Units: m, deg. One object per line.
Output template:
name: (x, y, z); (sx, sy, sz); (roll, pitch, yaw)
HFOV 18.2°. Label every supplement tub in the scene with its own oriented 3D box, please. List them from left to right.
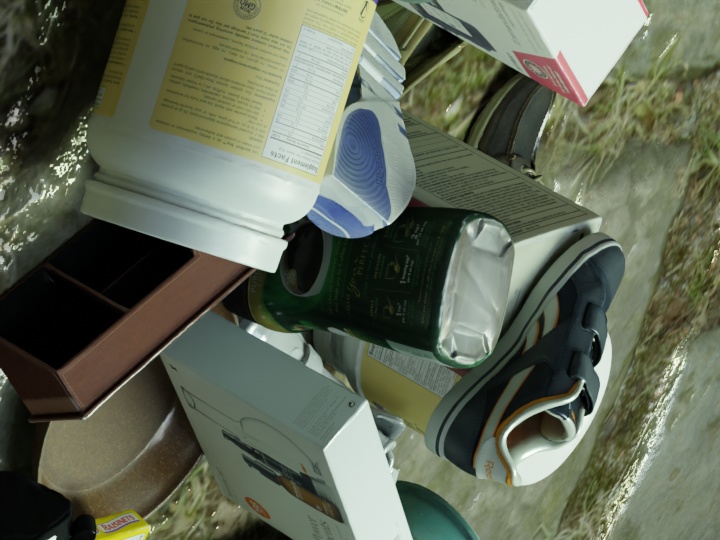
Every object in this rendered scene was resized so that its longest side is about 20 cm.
supplement tub: (-0.080, -0.113, 1.346); (0.145, 0.145, 0.201); (16, 91, -61)
supplement tub: (0.077, 0.061, 1.738); (0.145, 0.200, 0.146); (-38, 143, -36)

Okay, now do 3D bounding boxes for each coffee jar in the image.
coffee jar: (0.000, 0.000, 1.517); (0.085, 0.199, 0.105); (15, 86, -54)

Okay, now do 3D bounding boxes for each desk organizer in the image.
desk organizer: (-0.145, 0.006, 1.437); (0.200, 0.072, 0.077); (-42, 110, -31)

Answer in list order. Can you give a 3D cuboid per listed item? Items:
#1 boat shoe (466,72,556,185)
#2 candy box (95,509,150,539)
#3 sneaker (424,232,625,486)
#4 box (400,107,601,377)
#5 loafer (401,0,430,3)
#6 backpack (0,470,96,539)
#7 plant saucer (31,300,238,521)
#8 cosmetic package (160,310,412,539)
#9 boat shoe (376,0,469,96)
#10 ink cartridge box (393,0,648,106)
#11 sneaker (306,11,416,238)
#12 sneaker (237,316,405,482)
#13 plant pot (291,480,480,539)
boat shoe: (0.119, -0.062, 1.829); (0.074, 0.073, 0.201); (4, 112, -59)
candy box: (-0.224, 0.255, 1.564); (0.102, 0.026, 0.200); (-13, 137, -55)
sneaker: (0.135, 0.066, 1.549); (0.200, 0.079, 0.079); (-50, 150, -16)
box: (0.049, -0.024, 1.617); (0.128, 0.200, 0.109); (-17, 130, -51)
loafer: (0.033, -0.269, 1.404); (0.072, 0.201, 0.063); (-2, 162, -21)
backpack: (-0.255, 0.234, 1.433); (0.167, 0.127, 0.201); (-23, 136, -33)
plant saucer: (-0.161, 0.092, 1.551); (0.200, 0.037, 0.201); (-40, 146, -35)
cosmetic package: (-0.049, 0.126, 1.568); (0.052, 0.151, 0.200); (-47, 148, -21)
boat shoe: (0.058, -0.178, 1.638); (0.200, 0.063, 0.073); (-33, 141, -41)
ink cartridge box: (0.076, -0.212, 1.498); (0.084, 0.200, 0.145); (-54, 151, -6)
sneaker: (-0.031, -0.084, 1.499); (0.115, 0.200, 0.081); (-30, 125, 26)
sneaker: (-0.032, 0.096, 1.681); (0.075, 0.115, 0.200); (-52, 150, -17)
plant pot: (-0.019, 0.291, 1.811); (0.196, 0.200, 0.201); (-16, 128, -43)
